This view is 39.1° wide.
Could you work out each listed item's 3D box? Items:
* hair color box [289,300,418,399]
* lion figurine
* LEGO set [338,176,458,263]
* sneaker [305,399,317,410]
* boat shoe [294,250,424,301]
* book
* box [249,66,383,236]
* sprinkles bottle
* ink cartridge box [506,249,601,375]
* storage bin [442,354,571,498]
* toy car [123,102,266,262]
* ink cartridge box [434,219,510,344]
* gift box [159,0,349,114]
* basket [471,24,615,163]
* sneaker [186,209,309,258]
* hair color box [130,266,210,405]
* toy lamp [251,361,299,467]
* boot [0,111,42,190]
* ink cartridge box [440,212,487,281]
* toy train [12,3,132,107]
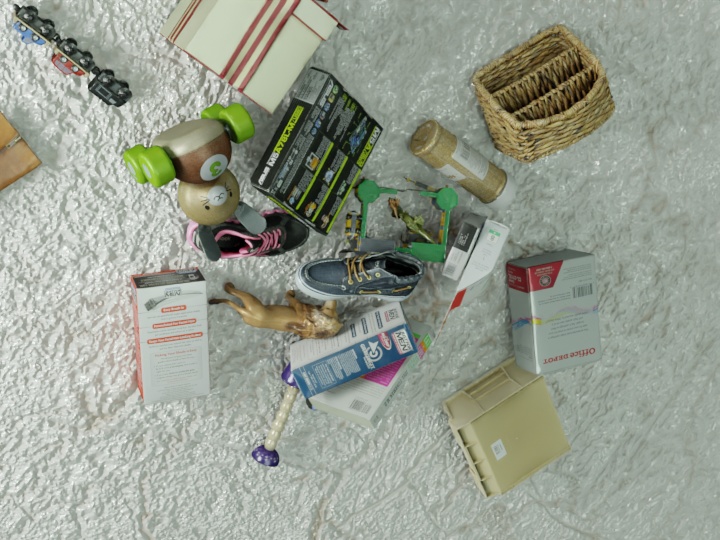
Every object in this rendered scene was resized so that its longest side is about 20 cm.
[{"bbox_3d":[-0.012,0.127,1.641,0.199,0.100,0.061,-23,112,4],"label":"hair color box"},{"bbox_3d":[-0.134,0.071,1.631,0.199,0.122,0.073,-1,110,-24],"label":"lion figurine"},{"bbox_3d":[0.063,-0.080,1.686,0.199,0.116,0.155,-3,93,-10],"label":"LEGO set"},{"bbox_3d":[0.000,0.203,1.773,0.199,0.079,0.090,-22,116,-16],"label":"sneaker"},{"bbox_3d":[0.000,0.000,1.610,0.199,0.071,0.091,3,154,-15],"label":"boat shoe"},{"bbox_3d":[0.020,0.159,1.687,0.200,0.133,0.048,-53,137,-27],"label":"book"},{"bbox_3d":[-0.062,-0.176,1.542,0.201,0.047,0.193,-63,151,-4],"label":"box"},{"bbox_3d":[0.175,-0.176,1.704,0.199,0.068,0.068,31,96,-31],"label":"sprinkles bottle"},{"bbox_3d":[0.354,0.075,1.857,0.145,0.083,0.201,-11,102,-21],"label":"ink cartridge box"},{"bbox_3d":[0.276,0.298,1.930,0.198,0.094,0.201,-31,120,-10],"label":"storage bin"},{"bbox_3d":[-0.219,-0.119,1.481,0.164,0.158,0.201,-32,111,-21],"label":"toy car"},{"bbox_3d":[0.185,0.030,1.686,0.050,0.161,0.201,22,79,6],"label":"ink cartridge box"},{"bbox_3d":[-0.143,-0.345,1.418,0.184,0.200,0.187,32,94,-36],"label":"gift box"},{"bbox_3d":[0.308,-0.291,1.674,0.199,0.143,0.150,-30,121,-11],"label":"basket"},{"bbox_3d":[-0.166,-0.047,1.586,0.199,0.095,0.080,-5,111,-24],"label":"sneaker"},{"bbox_3d":[-0.299,0.103,1.604,0.110,0.064,0.201,-7,114,-21],"label":"hair color box"},{"bbox_3d":[-0.130,0.237,1.740,0.058,0.058,0.201,16,103,-29],"label":"toy lamp"},{"bbox_3d":[-0.565,-0.151,1.375,0.200,0.068,0.189,-42,121,-5],"label":"boot"},{"bbox_3d":[0.178,-0.045,1.713,0.037,0.200,0.095,24,102,9],"label":"ink cartridge box"},{"bbox_3d":[-0.405,-0.295,1.412,0.046,0.034,0.200,-43,123,11],"label":"toy train"}]
